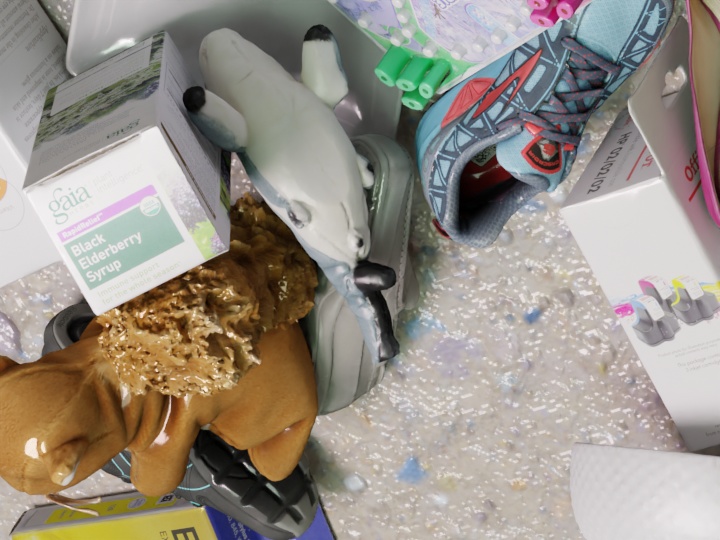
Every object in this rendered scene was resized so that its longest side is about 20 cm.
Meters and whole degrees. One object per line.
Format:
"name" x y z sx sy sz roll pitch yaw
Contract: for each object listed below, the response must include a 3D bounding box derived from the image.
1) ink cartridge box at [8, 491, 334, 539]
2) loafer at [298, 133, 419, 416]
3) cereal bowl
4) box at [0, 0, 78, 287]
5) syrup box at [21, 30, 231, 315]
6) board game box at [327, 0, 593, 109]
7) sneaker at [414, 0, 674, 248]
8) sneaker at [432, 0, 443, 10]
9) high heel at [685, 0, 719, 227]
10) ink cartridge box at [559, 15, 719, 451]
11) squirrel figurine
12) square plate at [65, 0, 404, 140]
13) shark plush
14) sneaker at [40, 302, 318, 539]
"ink cartridge box" -0.098 0.227 1.788 0.200 0.047 0.198 -10 114 27
"loafer" 0.000 0.000 1.604 0.070 0.070 0.200 54 143 33
"cereal bowl" 0.211 0.143 1.529 0.200 0.200 0.083 5 86 17
"box" -0.248 -0.088 1.618 0.152 0.106 0.200 -23 109 29
"syrup box" -0.121 -0.055 1.494 0.079 0.200 0.082 -27 109 7
"board game box" 0.003 -0.174 1.428 0.200 0.026 0.200 41 155 -10
"sneaker" 0.104 -0.085 1.494 0.079 0.096 0.200 22 131 -22
"sneaker" 0.101 -0.203 1.453 0.088 0.075 0.200 21 124 -7
"high heel" 0.190 -0.118 1.433 0.067 0.096 0.200 0 103 20
"ink cartridge box" 0.175 -0.021 1.501 0.068 0.115 0.200 -18 111 32
"squirrel figurine" -0.121 0.047 1.562 0.142 0.186 0.200 56 141 21
"square plate" -0.057 -0.169 1.550 0.198 0.028 0.200 18 124 8
"shark plush" -0.023 -0.049 1.530 0.200 0.091 0.083 51 161 -5
"sneaker" -0.113 0.100 1.712 0.200 0.075 0.079 38 134 6
